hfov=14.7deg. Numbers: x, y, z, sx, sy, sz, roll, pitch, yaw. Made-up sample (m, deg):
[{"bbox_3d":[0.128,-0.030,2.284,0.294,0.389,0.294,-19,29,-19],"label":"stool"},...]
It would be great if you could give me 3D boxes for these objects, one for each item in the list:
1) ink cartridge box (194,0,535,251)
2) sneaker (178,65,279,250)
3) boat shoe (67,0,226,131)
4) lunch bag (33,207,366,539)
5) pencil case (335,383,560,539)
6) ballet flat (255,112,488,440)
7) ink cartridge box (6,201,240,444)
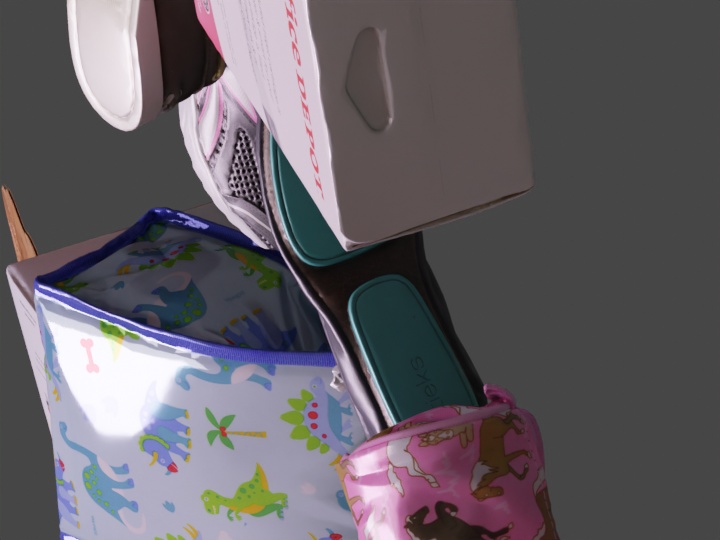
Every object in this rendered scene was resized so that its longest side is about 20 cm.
[{"bbox_3d":[-0.010,-0.123,1.073,0.200,0.082,0.147,-123,20,-52],"label":"ink cartridge box"},{"bbox_3d":[-0.042,-0.098,1.278,0.086,0.080,0.201,13,125,64],"label":"sneaker"},{"bbox_3d":[-0.088,-0.157,1.199,0.072,0.060,0.202,36,137,37],"label":"boat shoe"},{"bbox_3d":[-0.058,0.080,1.440,0.200,0.127,0.171,20,128,36],"label":"lunch bag"},{"bbox_3d":[0.056,0.151,1.151,0.083,0.086,0.201,-29,78,55],"label":"pencil case"},{"bbox_3d":[0.000,0.000,1.243,0.073,0.073,0.201,135,115,-76],"label":"ballet flat"},{"bbox_3d":[-0.104,0.084,1.635,0.145,0.145,0.201,-141,35,-67],"label":"ink cartridge box"}]
